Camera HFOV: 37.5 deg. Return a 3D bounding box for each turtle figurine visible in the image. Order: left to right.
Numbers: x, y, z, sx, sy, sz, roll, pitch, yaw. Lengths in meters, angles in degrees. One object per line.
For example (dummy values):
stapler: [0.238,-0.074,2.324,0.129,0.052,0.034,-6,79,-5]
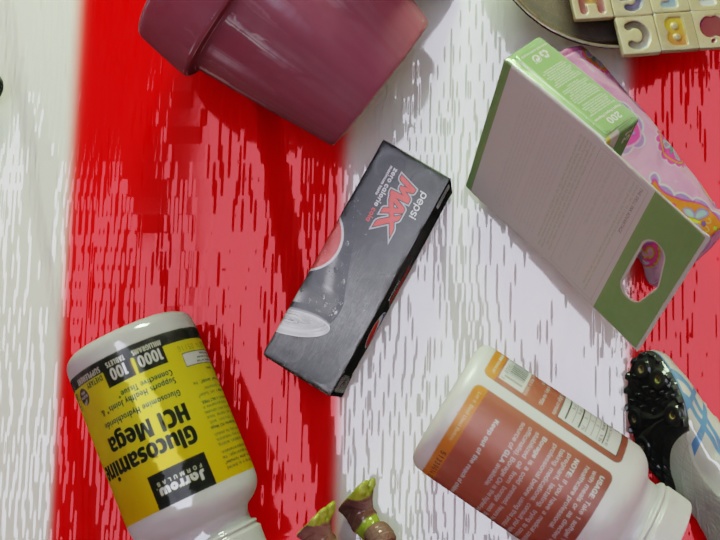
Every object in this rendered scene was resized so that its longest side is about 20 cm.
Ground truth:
turtle figurine: [0.033,0.247,0.834,0.198,0.065,0.162,-27,67,-32]

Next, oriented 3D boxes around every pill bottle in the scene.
pill bottle: [-0.150,0.145,0.850,0.111,0.112,0.203,-25,81,3]
pill bottle: [0.147,0.157,0.817,0.198,0.112,0.113,34,88,9]

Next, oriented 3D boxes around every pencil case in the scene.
pencil case: [0.207,-0.086,0.857,0.087,0.087,0.201,-39,80,1]

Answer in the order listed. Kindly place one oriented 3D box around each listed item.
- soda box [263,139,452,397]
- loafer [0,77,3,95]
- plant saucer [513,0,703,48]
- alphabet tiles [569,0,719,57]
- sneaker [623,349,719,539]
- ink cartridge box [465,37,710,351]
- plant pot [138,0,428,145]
soda box: [0.000,0.000,0.876,0.070,0.063,0.202,29,87,8]
loafer: [-0.408,-0.129,0.933,0.199,0.072,0.063,-38,75,3]
plant saucer: [0.195,-0.269,0.880,0.196,0.032,0.204,2,72,-6]
alphabet tiles: [0.239,-0.269,0.867,0.163,0.006,0.204,-5,73,-10]
sneaker: [0.277,0.152,0.835,0.072,0.072,0.202,-17,70,-35]
ink cartridge box: [0.173,-0.057,0.803,0.048,0.147,0.200,-33,65,-29]
plant pot: [-0.050,-0.208,0.850,0.178,0.200,0.201,39,88,-7]
